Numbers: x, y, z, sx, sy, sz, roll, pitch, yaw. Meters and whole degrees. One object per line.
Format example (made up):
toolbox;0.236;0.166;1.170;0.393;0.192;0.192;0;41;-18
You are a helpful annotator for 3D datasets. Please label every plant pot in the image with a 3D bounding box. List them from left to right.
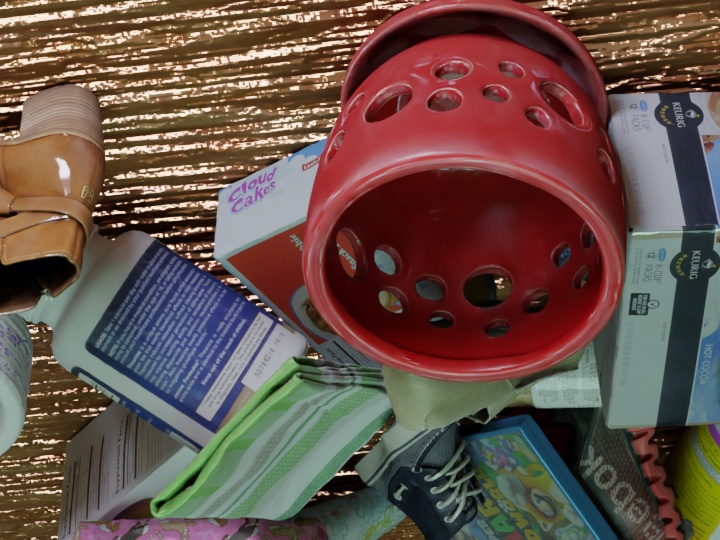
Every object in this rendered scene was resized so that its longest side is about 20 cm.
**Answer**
plant pot;0.068;-0.057;1.366;0.199;0.183;0.201;3;133;3

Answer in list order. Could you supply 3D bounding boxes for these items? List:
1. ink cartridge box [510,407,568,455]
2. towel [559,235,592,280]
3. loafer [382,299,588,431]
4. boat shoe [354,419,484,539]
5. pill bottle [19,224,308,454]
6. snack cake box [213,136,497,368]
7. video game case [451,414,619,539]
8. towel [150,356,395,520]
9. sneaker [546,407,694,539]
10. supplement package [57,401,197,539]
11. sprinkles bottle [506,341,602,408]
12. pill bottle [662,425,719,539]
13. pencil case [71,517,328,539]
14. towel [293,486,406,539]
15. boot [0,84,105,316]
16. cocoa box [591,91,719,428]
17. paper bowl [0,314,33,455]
ink cartridge box;0.165;0.185;1.743;0.115;0.067;0.201;4;138;-7
towel;0.175;-0.045;1.514;0.199;0.024;0.145;22;133;-24
loafer;0.082;0.067;1.481;0.199;0.075;0.069;-6;112;-45
boat shoe;0.062;0.142;1.593;0.093;0.075;0.200;46;161;5
pill bottle;-0.145;0.042;1.506;0.200;0.111;0.111;33;133;-2
snack cake box;0.000;0.000;1.527;0.115;0.067;0.200;-23;134;25
video game case;0.107;0.184;1.672;0.143;0.018;0.200;54;147;-12
towel;-0.050;0.123;1.481;0.149;0.031;0.200;-48;161;11
sneaker;0.197;0.173;1.647;0.097;0.201;0.071;-17;180;-1
supplement package;-0.135;0.150;1.663;0.113;0.110;0.200;26;132;-28
sprinkles bottle;0.179;0.069;1.592;0.199;0.068;0.068;-2;140;12
pill bottle;0.293;0.167;1.698;0.104;0.105;0.200;10;138;-13
pencil case;-0.121;0.228;1.601;0.199;0.087;0.083;0;154;5
towel;-0.068;0.239;1.746;0.200;0.048;0.171;-37;169;29
boot;-0.249;-0.023;1.426;0.199;0.156;0.077;-22;135;23
cocoa box;0.229;-0.006;1.449;0.130;0.134;0.201;-2;136;-1
paper bowl;-0.337;0.058;1.548;0.199;0.105;0.201;1;145;1
